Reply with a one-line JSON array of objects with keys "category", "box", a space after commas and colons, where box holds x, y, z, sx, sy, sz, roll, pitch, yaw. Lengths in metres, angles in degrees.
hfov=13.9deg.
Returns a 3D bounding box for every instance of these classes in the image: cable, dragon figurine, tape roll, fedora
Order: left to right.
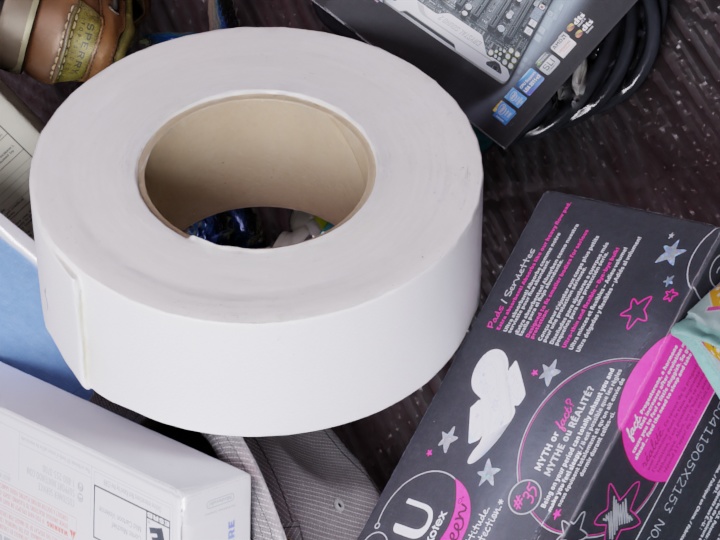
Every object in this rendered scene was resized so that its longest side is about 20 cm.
[{"category": "dragon figurine", "box": [-0.065, -0.080, 1.488, 0.099, 0.059, 0.200, 15, 74, 25]}, {"category": "tape roll", "box": [-0.046, -0.020, 1.303, 0.202, 0.071, 0.203, 0, 43, 0]}, {"category": "fedora", "box": [-0.043, 0.127, 1.345, 0.090, 0.177, 0.200, -13, 70, -30]}, {"category": "cable", "box": [0.061, -0.152, 1.480, 0.163, 0.051, 0.200, -35, 60, 2]}]

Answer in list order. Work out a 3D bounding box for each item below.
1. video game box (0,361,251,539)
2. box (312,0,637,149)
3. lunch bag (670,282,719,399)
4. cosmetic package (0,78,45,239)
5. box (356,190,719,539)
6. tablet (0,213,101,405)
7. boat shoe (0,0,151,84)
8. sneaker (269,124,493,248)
[{"category": "video game box", "box": [-0.127, 0.151, 1.327, 0.200, 0.047, 0.183, 21, 114, 44]}, {"category": "box", "box": [0.069, -0.180, 1.349, 0.200, 0.158, 0.050, -47, 13, 23]}, {"category": "lunch bag", "box": [0.256, 0.050, 1.236, 0.170, 0.200, 0.122, -42, 18, -20]}, {"category": "cosmetic package", "box": [-0.194, -0.039, 1.435, 0.105, 0.200, 0.071, -41, 59, -2]}, {"category": "box", "box": [0.108, 0.086, 1.298, 0.115, 0.132, 0.200, 17, 73, 48]}, {"category": "tablet", "box": [-0.197, 0.048, 1.404, 0.200, 0.130, 0.014, -35, 20, 38]}, {"category": "boat shoe", "box": [-0.139, -0.136, 1.500, 0.068, 0.200, 0.072, 16, 115, -4]}, {"category": "sneaker", "box": [0.000, 0.000, 1.409, 0.079, 0.077, 0.200, 23, 89, 17]}]
